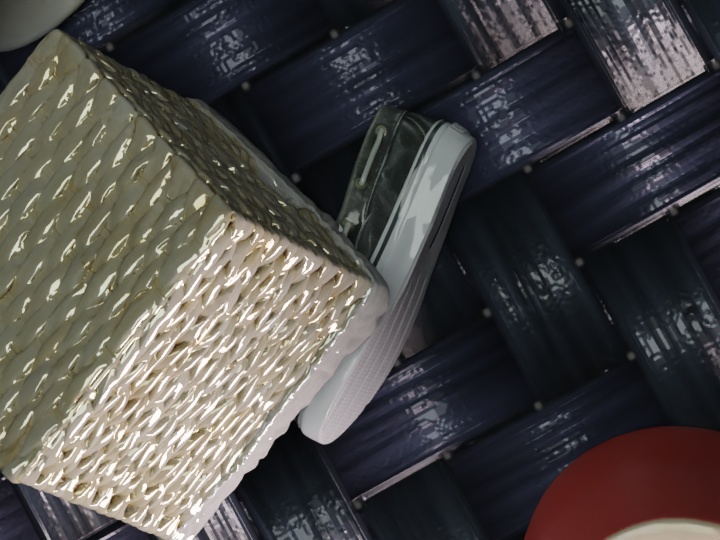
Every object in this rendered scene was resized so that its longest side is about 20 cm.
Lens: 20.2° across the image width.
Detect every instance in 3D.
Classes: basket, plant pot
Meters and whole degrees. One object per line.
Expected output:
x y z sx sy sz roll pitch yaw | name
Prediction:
-0.130 0.008 1.116 0.200 0.161 0.198 -49 57 6 | basket
0.173 0.192 1.092 0.198 0.177 0.203 0 92 10 | plant pot

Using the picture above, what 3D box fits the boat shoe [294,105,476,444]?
0.000 0.000 1.179 0.070 0.072 0.201 23 85 17 | boat shoe

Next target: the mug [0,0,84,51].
-0.220 -0.238 1.187 0.153 0.186 0.150 37 129 15 | mug
